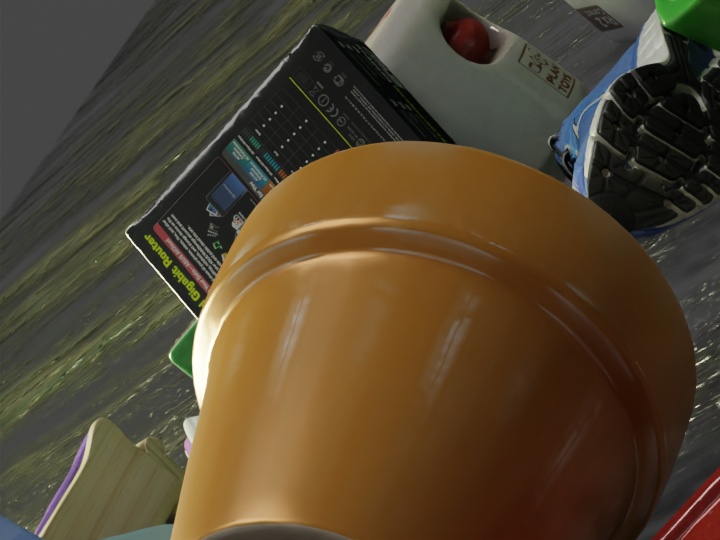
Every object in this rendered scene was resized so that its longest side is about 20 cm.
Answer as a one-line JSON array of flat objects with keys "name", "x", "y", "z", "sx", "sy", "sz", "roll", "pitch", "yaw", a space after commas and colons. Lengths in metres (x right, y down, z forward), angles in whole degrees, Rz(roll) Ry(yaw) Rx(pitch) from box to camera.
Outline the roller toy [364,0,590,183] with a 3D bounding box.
[{"name": "roller toy", "x": 0.038, "y": -0.052, "z": 1.489, "sx": 0.183, "sy": 0.140, "sz": 0.200, "roll": -57, "pitch": 4, "yaw": -21}]

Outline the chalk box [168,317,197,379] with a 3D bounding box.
[{"name": "chalk box", "x": -0.030, "y": -0.007, "z": 1.640, "sx": 0.200, "sy": 0.125, "sz": 0.124, "roll": -53, "pitch": 13, "yaw": -7}]

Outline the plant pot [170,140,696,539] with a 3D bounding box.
[{"name": "plant pot", "x": 0.013, "y": 0.083, "z": 1.047, "sx": 0.200, "sy": 0.200, "sz": 0.183, "roll": -39, "pitch": 16, "yaw": 40}]

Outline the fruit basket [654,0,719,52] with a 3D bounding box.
[{"name": "fruit basket", "x": 0.243, "y": -0.201, "z": 1.305, "sx": 0.215, "sy": 0.156, "sz": 0.216, "roll": -18, "pitch": -18, "yaw": -6}]

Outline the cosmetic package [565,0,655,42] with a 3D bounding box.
[{"name": "cosmetic package", "x": 0.174, "y": -0.260, "z": 1.557, "sx": 0.200, "sy": 0.165, "sz": 0.165, "roll": -53, "pitch": 12, "yaw": -10}]

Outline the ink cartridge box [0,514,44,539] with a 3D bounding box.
[{"name": "ink cartridge box", "x": -0.194, "y": 0.216, "z": 1.484, "sx": 0.137, "sy": 0.200, "sz": 0.076, "roll": -58, "pitch": -15, "yaw": -16}]

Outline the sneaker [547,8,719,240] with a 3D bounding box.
[{"name": "sneaker", "x": 0.139, "y": -0.058, "z": 1.341, "sx": 0.089, "sy": 0.079, "sz": 0.200, "roll": -51, "pitch": 2, "yaw": 31}]

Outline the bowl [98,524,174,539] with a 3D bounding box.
[{"name": "bowl", "x": -0.073, "y": 0.187, "z": 1.144, "sx": 0.105, "sy": 0.201, "sz": 0.201, "roll": -33, "pitch": 5, "yaw": -25}]

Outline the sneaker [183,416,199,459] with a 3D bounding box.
[{"name": "sneaker", "x": -0.041, "y": 0.102, "z": 1.528, "sx": 0.100, "sy": 0.075, "sz": 0.200, "roll": -33, "pitch": 10, "yaw": -10}]

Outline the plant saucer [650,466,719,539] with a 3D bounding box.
[{"name": "plant saucer", "x": 0.104, "y": 0.150, "z": 0.925, "sx": 0.200, "sy": 0.037, "sz": 0.200, "roll": -48, "pitch": 13, "yaw": 10}]

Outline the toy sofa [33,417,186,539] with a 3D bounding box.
[{"name": "toy sofa", "x": -0.175, "y": 0.190, "z": 1.628, "sx": 0.083, "sy": 0.098, "sz": 0.200, "roll": -36, "pitch": 20, "yaw": 46}]

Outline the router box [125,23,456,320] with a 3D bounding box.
[{"name": "router box", "x": 0.000, "y": 0.000, "z": 1.354, "sx": 0.150, "sy": 0.200, "sz": 0.062, "roll": -46, "pitch": -20, "yaw": 14}]
